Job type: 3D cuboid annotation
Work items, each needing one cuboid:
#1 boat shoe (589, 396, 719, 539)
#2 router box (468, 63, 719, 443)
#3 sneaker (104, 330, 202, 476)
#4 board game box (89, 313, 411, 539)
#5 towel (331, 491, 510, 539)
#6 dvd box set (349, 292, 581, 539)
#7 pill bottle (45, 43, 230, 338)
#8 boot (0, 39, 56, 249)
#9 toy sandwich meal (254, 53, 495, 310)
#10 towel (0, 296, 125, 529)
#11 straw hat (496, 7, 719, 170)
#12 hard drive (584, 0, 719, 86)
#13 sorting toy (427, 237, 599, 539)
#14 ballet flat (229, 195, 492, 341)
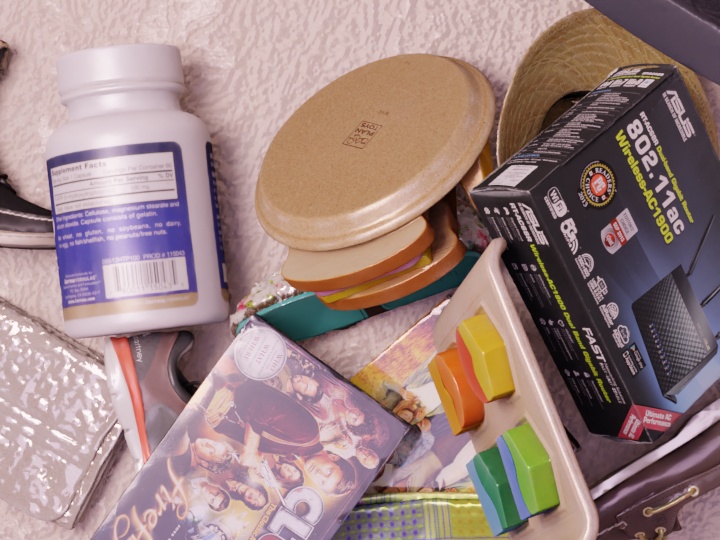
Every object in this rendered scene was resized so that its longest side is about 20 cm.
[{"bbox_3d":[0.204,0.151,1.214,0.200,0.072,0.060,-36,80,4],"label":"boat shoe"},{"bbox_3d":[0.177,-0.010,1.147,0.150,0.062,0.200,-40,114,-28],"label":"router box"},{"bbox_3d":[-0.123,0.136,1.278,0.082,0.077,0.200,-16,104,-7],"label":"sneaker"},{"bbox_3d":[-0.077,0.149,1.220,0.135,0.035,0.200,35,89,3],"label":"board game box"},{"bbox_3d":[0.049,0.255,1.250,0.144,0.023,0.200,-2,99,6],"label":"towel"},{"bbox_3d":[0.035,0.135,1.270,0.200,0.029,0.146,-40,83,9],"label":"dvd box set"},{"bbox_3d":[-0.162,-0.056,1.270,0.120,0.120,0.200,-7,88,13],"label":"pill bottle"},{"bbox_3d":[-0.292,-0.100,1.327,0.200,0.073,0.151,15,93,18],"label":"boot"},{"bbox_3d":[0.017,-0.066,1.225,0.205,0.205,0.070,-26,127,11],"label":"toy sandwich meal"},{"bbox_3d":[-0.268,0.095,1.338,0.200,0.034,0.133,30,94,10],"label":"towel"},{"bbox_3d":[0.144,-0.079,1.211,0.085,0.201,0.201,5,92,55],"label":"straw hat"},{"bbox_3d":[0.220,-0.181,1.183,0.200,0.135,0.042,34,122,9],"label":"hard drive"},{"bbox_3d":[0.089,0.098,1.141,0.036,0.185,0.200,-13,76,-12],"label":"sorting toy"},{"bbox_3d":[0.000,0.000,1.270,0.200,0.076,0.064,-17,55,8],"label":"ballet flat"}]
